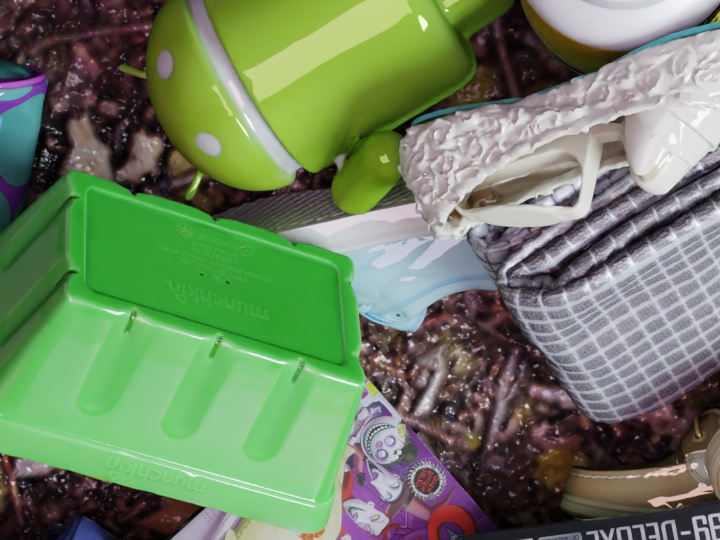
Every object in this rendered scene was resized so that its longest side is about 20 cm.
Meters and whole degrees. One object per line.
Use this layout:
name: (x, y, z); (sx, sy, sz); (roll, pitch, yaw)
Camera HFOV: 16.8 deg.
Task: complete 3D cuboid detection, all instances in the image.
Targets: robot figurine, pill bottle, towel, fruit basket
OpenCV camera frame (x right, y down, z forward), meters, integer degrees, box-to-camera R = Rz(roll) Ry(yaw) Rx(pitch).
robot figurine: (-0.021, -0.117, 1.238); (0.199, 0.116, 0.176); (-29, 85, 10)
pill bottle: (0.127, -0.155, 1.172); (0.112, 0.200, 0.113); (0, 88, 7)
towel: (0.168, -0.018, 1.232); (0.199, 0.166, 0.086); (-32, 56, 5)
fruit basket: (-0.114, 0.060, 1.241); (0.214, 0.156, 0.216); (-3, 134, -3)

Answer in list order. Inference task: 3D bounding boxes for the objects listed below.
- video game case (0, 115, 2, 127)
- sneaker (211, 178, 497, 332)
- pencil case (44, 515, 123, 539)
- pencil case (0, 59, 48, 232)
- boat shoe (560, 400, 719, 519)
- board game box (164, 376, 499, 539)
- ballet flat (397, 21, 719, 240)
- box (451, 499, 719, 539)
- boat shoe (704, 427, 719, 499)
video game case: (-0.263, -0.042, 1.248); (0.200, 0.018, 0.144); (26, 107, 39)
sneaker: (0.000, 0.000, 1.288); (0.199, 0.074, 0.082); (-8, 108, 9)
pencil case: (-0.093, 0.208, 1.336); (0.199, 0.078, 0.087); (27, 144, -5)
pencil case: (-0.222, -0.016, 1.281); (0.085, 0.092, 0.201); (14, 102, 5)
boat shoe: (0.205, 0.101, 1.310); (0.199, 0.074, 0.067); (-4, 93, -1)
board game box: (-0.036, 0.162, 1.300); (0.200, 0.032, 0.120); (-42, 94, -16)
ballet flat: (0.113, -0.058, 1.140); (0.199, 0.072, 0.072); (-16, 103, 22)
box: (0.154, 0.192, 1.300); (0.199, 0.050, 0.158); (-8, 137, 3)
boat shoe: (0.247, 0.053, 1.261); (0.200, 0.065, 0.072); (-35, 128, -18)
